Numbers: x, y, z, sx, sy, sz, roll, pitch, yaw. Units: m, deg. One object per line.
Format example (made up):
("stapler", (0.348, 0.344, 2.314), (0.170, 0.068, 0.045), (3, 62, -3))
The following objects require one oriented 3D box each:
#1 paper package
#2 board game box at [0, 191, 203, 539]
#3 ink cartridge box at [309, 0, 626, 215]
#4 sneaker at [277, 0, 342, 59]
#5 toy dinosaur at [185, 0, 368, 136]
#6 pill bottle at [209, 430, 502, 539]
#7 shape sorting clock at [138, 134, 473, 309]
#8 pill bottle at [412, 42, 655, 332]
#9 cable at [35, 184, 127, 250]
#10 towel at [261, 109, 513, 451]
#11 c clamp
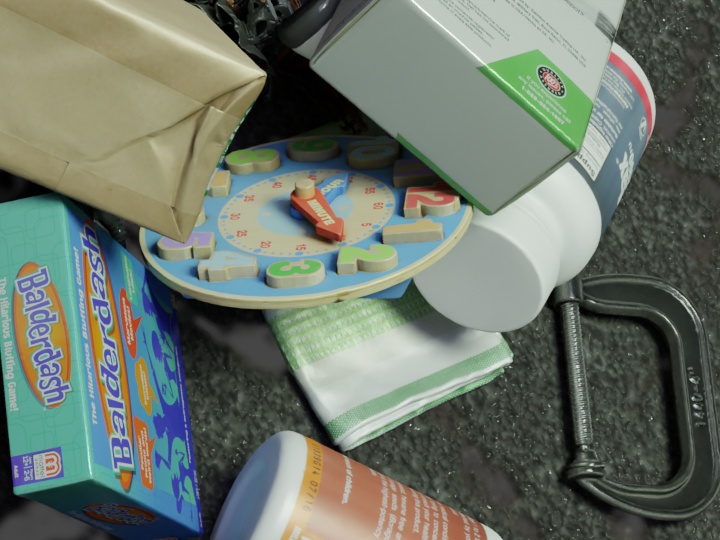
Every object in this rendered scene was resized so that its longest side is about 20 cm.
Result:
("paper package", (-0.166, -0.117, 0.999), (0.190, 0.200, 0.104), (22, 100, -20))
("board game box", (-0.141, 0.061, 1.010), (0.045, 0.200, 0.153), (-12, 73, 9))
("ink cartridge box", (0.073, -0.154, 1.103), (0.146, 0.084, 0.200), (39, 42, -14))
("sneaker", (0.017, -0.141, 1.186), (0.108, 0.067, 0.201), (53, 18, -5))
("toy dinosaur", (-0.075, -0.160, 1.187), (0.199, 0.102, 0.136), (24, 41, 5))
("pill bottle", (0.016, 0.183, 1.080), (0.199, 0.112, 0.113), (27, 61, -13))
("shape sorting clock", (-0.032, -0.035, 1.093), (0.199, 0.200, 0.039), (-23, 126, -31))
("pill bottle", (0.108, -0.057, 1.194), (0.119, 0.120, 0.200), (39, 47, -7))
("cable", (-0.243, -0.046, 1.089), (0.163, 0.051, 0.200), (-36, 91, -27))
("towel", (0.000, 0.000, 1.193), (0.149, 0.031, 0.201), (-23, 81, -32))
("c clamp", (0.165, 0.073, 1.247), (0.170, 0.027, 0.201), (1, 68, -25))
